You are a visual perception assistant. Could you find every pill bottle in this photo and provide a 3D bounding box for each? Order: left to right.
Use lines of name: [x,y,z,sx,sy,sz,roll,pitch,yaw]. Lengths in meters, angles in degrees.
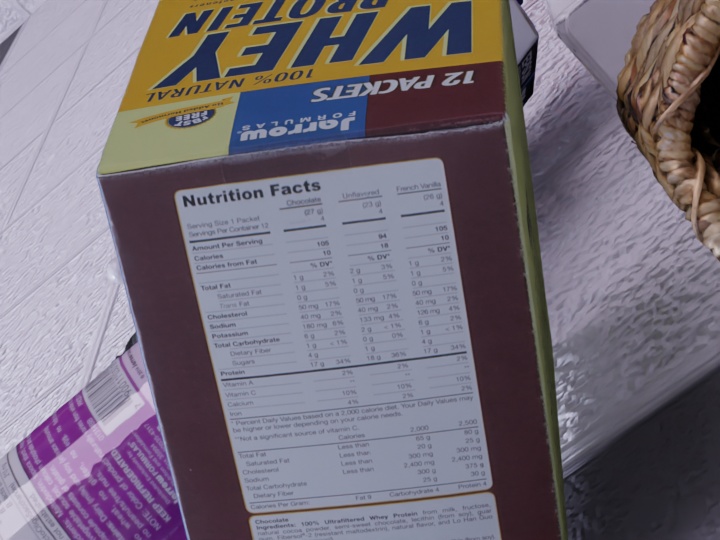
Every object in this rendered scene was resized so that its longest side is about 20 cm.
pill bottle: [-0.129,0.129,0.867,0.200,0.112,0.112,-41,19,-1]

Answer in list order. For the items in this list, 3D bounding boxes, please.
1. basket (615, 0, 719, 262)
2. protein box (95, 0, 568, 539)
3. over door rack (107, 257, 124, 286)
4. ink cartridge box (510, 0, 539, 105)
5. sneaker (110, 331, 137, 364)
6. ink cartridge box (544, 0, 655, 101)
basket: [0.191,-0.072,0.627,0.200,0.143,0.149,-41,19,13]
protein box: [0.000,0.000,0.726,0.134,0.201,0.199,-7,28,6]
over door rack: [-0.065,-0.042,0.969,0.148,0.067,0.200,-53,17,-5]
ink cartridge box: [0.044,-0.070,0.995,0.200,0.039,0.099,-55,-10,-7]
sneaker: [-0.080,0.037,1.067,0.083,0.071,0.199,-59,20,-19]
ink cartridge box: [0.165,-0.171,0.968,0.146,0.085,0.200,-39,18,17]
